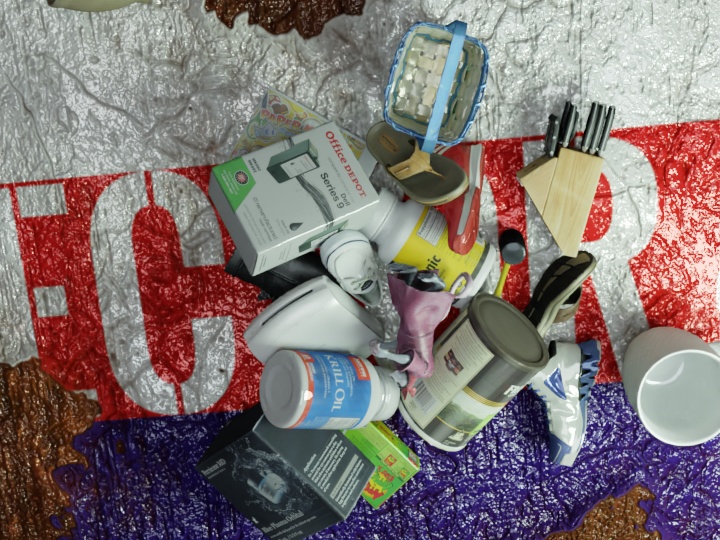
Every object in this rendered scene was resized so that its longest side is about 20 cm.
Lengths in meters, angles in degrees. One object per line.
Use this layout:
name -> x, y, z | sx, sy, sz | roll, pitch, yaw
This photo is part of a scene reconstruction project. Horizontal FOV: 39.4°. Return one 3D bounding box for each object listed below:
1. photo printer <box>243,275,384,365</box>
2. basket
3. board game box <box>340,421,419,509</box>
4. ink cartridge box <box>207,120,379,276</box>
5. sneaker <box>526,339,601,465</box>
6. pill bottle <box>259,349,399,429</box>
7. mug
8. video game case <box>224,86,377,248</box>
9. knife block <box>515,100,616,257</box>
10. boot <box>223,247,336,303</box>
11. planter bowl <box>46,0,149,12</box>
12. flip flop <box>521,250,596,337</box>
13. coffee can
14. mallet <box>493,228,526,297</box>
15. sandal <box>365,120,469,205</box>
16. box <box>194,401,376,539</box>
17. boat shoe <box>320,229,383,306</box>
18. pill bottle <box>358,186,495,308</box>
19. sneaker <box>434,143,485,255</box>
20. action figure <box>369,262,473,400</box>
photo printer -> -0.072, 0.096, 1.523 | 0.166, 0.070, 0.200 | -35, 144, 9
basket -> 0.108, -0.265, 1.412 | 0.138, 0.200, 0.178 | 17, 105, -2
board game box -> -0.008, 0.280, 1.634 | 0.102, 0.048, 0.200 | -44, 98, 12
ink cartridge box -> -0.094, -0.105, 1.413 | 0.199, 0.084, 0.147 | -25, 75, -21
sneaker -> 0.304, 0.197, 1.592 | 0.114, 0.081, 0.202 | 11, 98, 3
pill bottle -> -0.041, 0.178, 1.488 | 0.199, 0.112, 0.113 | 7, 109, -40
mug -> 0.494, 0.153, 1.517 | 0.198, 0.175, 0.149 | -17, 103, 6
video game case -> -0.091, -0.151, 1.491 | 0.199, 0.023, 0.183 | 29, 68, -5
knife block -> 0.331, -0.147, 1.505 | 0.175, 0.064, 0.201 | -31, 101, 10
boot -> -0.103, -0.030, 1.547 | 0.161, 0.073, 0.199 | 30, 109, -4
planter bowl -> -0.349, -0.450, 1.405 | 0.134, 0.200, 0.202 | 11, 106, -29
flip flop -> 0.303, 0.056, 1.555 | 0.057, 0.081, 0.201 | 23, 108, -21
coffee can -> 0.166, 0.154, 1.522 | 0.146, 0.147, 0.200 | 36, 118, -7
mallet -> 0.213, 0.037, 1.555 | 0.041, 0.066, 0.202 | 15, 105, 0
sandal -> 0.072, -0.162, 1.451 | 0.080, 0.054, 0.200 | -45, 56, -2
box -> -0.119, 0.307, 1.567 | 0.200, 0.118, 0.196 | 45, 135, -8
boat shoe -> 0.000, 0.000, 1.487 | 0.073, 0.200, 0.067 | -36, 68, 5
pill bottle -> 0.095, -0.039, 1.517 | 0.199, 0.111, 0.112 | 32, 103, -5
sneaker -> 0.119, -0.107, 1.479 | 0.114, 0.201, 0.079 | 5, 138, 12
action figure -> 0.084, 0.091, 1.469 | 0.147, 0.134, 0.202 | -2, 105, -2
